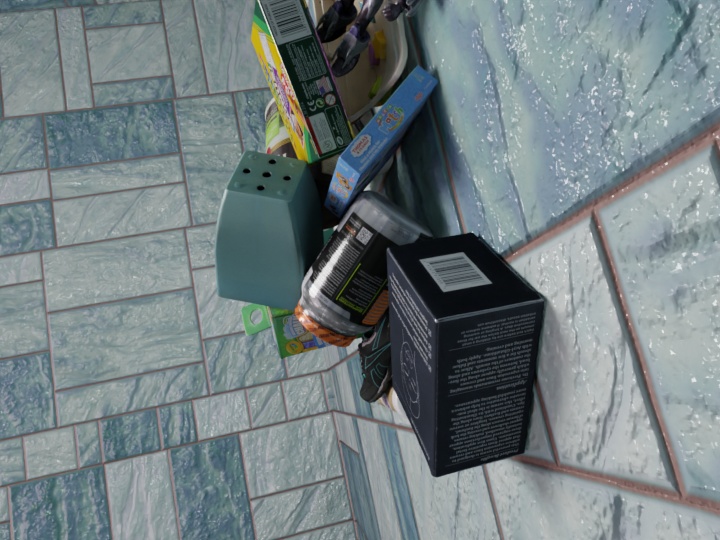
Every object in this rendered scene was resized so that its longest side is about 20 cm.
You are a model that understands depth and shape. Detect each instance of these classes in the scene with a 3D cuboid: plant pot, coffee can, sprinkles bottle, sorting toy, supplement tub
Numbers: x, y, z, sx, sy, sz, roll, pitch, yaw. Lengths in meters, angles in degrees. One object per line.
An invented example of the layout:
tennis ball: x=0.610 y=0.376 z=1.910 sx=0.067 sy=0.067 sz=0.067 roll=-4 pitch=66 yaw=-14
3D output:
plant pot: x=-0.131 y=-0.063 z=0.792 sx=0.200 sy=0.141 sz=0.141 roll=98 pitch=-177 yaw=-49
coffee can: x=-0.090 y=-0.189 z=0.921 sx=0.146 sy=0.146 sz=0.200 roll=99 pitch=168 yaw=-60
sprinkles bottle: x=0.074 y=0.220 z=0.955 sx=0.200 sy=0.068 sz=0.068 roll=135 pitch=124 yaw=-78
sorting toy: x=0.013 y=-0.303 z=0.726 sx=0.180 sy=0.107 sz=0.201 roll=-164 pitch=64 yaw=-70
supplement tub: x=0.000 y=0.000 z=0.749 sx=0.200 sy=0.122 sz=0.123 roll=-55 pitch=25 yaw=13

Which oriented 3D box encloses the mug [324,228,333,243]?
mug: x=-0.070 y=-0.129 z=1.239 sx=0.185 sy=0.114 sz=0.152 roll=140 pitch=110 yaw=-81

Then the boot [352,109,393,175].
boot: x=-0.016 y=-0.247 z=0.872 sx=0.200 sy=0.073 sz=0.090 roll=63 pitch=177 yaw=-16

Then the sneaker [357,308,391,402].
sneaker: x=0.032 y=0.142 z=0.922 sx=0.075 sy=0.079 sz=0.200 roll=-64 pitch=-3 yaw=-59

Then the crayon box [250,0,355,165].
crayon box: x=-0.082 y=-0.246 z=0.722 sx=0.173 sy=0.058 sz=0.200 roll=-157 pitch=45 yaw=-75

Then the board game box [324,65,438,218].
board game box: x=0.018 y=-0.157 z=0.706 sx=0.037 sy=0.151 sz=0.200 roll=38 pitch=168 yaw=-1

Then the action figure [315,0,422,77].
action figure: x=0.008 y=-0.319 z=0.606 sx=0.130 sy=0.069 sz=0.200 roll=50 pitch=148 yaw=4

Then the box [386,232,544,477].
box: x=0.101 y=0.085 z=0.573 sx=0.149 sy=0.107 sz=0.200 roll=-118 pitch=21 yaw=-58

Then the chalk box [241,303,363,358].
chalk box: x=-0.100 y=0.055 z=0.908 sx=0.124 sy=0.200 sz=0.125 roll=91 pitch=162 yaw=-48

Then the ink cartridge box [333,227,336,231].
ink cartridge box: x=0.014 y=-0.026 z=0.990 sx=0.200 sy=0.084 sz=0.145 roll=-177 pitch=77 yaw=-78
